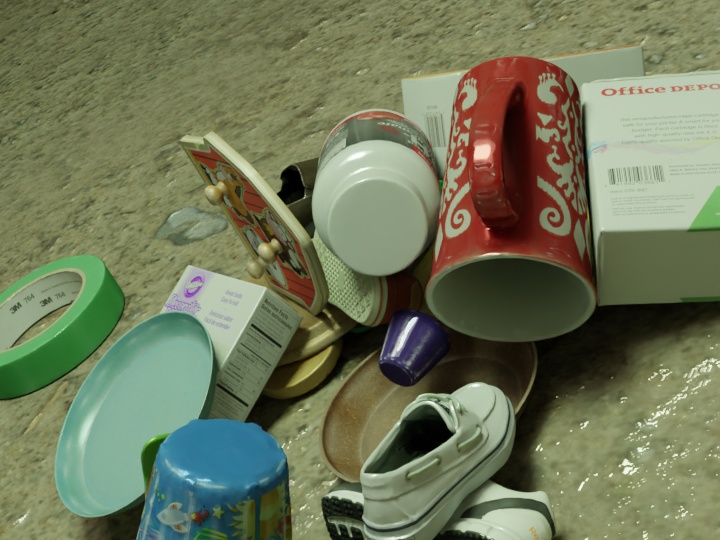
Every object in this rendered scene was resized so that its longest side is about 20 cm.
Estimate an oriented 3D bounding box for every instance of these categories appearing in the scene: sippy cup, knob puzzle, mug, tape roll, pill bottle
[{"bbox_3d":[-0.107,0.188,1.019,0.176,0.132,0.140,15,27,15],"label":"sippy cup"},{"bbox_3d":[-0.094,-0.035,1.235,0.030,0.221,0.219,-36,29,-15],"label":"knob puzzle"},{"bbox_3d":[0.130,-0.072,1.089,0.132,0.178,0.202,11,58,-8],"label":"mug"},{"bbox_3d":[-0.373,0.063,1.600,0.199,0.048,0.201,-23,30,14],"label":"tape roll"},{"bbox_3d":[0.014,-0.065,1.169,0.110,0.112,0.200,-25,17,9],"label":"pill bottle"}]

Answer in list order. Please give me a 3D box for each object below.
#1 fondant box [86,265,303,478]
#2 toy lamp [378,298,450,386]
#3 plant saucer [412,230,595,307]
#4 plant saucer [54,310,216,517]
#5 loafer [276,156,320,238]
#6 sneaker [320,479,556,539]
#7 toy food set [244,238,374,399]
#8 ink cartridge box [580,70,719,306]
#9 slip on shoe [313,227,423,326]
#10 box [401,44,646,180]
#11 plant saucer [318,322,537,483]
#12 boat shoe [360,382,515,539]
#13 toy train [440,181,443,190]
[{"bbox_3d":[-0.157,0.103,1.267,0.144,0.058,0.201,13,68,52],"label":"fondant box"},{"bbox_3d":[0.077,0.011,1.159,0.058,0.058,0.201,3,49,45],"label":"toy lamp"},{"bbox_3d":[0.159,-0.019,1.234,0.198,0.049,0.200,-1,39,42],"label":"plant saucer"},{"bbox_3d":[-0.195,0.130,1.214,0.199,0.027,0.202,-28,43,29],"label":"plant saucer"},{"bbox_3d":[-0.049,-0.093,1.517,0.200,0.072,0.073,-45,32,-24],"label":"loafer"},{"bbox_3d":[0.056,0.188,1.000,0.198,0.075,0.080,5,29,40],"label":"sneaker"},{"bbox_3d":[-0.051,0.034,1.345,0.197,0.049,0.199,-39,30,-16],"label":"toy food set"},{"bbox_3d":[0.258,-0.071,1.119,0.143,0.088,0.201,-3,44,6],"label":"ink cartridge box"},{"bbox_3d":[0.000,0.000,1.251,0.060,0.075,0.200,3,17,-23],"label":"slip on shoe"},{"bbox_3d":[0.156,-0.148,1.285,0.198,0.099,0.124,-11,8,-23],"label":"box"},{"bbox_3d":[0.060,0.114,1.129,0.198,0.037,0.201,-23,31,14],"label":"plant saucer"},{"bbox_3d":[0.059,0.121,0.972,0.073,0.068,0.200,-3,23,25],"label":"boat shoe"},{"bbox_3d":[0.130,-0.128,1.423,0.200,0.057,0.042,-49,18,-29],"label":"toy train"}]
